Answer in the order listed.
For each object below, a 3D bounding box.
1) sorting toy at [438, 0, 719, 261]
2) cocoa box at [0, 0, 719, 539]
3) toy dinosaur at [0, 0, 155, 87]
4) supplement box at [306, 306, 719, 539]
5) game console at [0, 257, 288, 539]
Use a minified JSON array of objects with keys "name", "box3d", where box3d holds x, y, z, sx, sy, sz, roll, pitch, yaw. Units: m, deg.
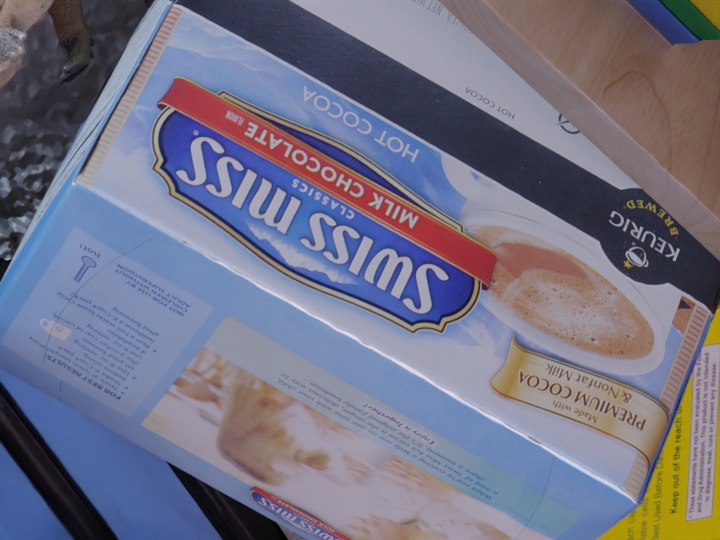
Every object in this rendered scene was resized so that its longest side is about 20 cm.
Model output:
[{"name":"sorting toy","box3d":[0.143,-0.113,0.901,0.199,0.070,0.200,40,66,-31]},{"name":"cocoa box","box3d":[0.000,0.000,0.950,0.200,0.131,0.133,30,148,-7]},{"name":"toy dinosaur","box3d":[-0.119,-0.137,0.975,0.200,0.086,0.136,-39,86,-16]},{"name":"supplement box","box3d":[0.072,0.041,1.121,0.200,0.109,0.110,-9,121,-14]},{"name":"game console","box3d":[-0.129,0.097,1.081,0.116,0.176,0.200,-50,128,-23]}]
